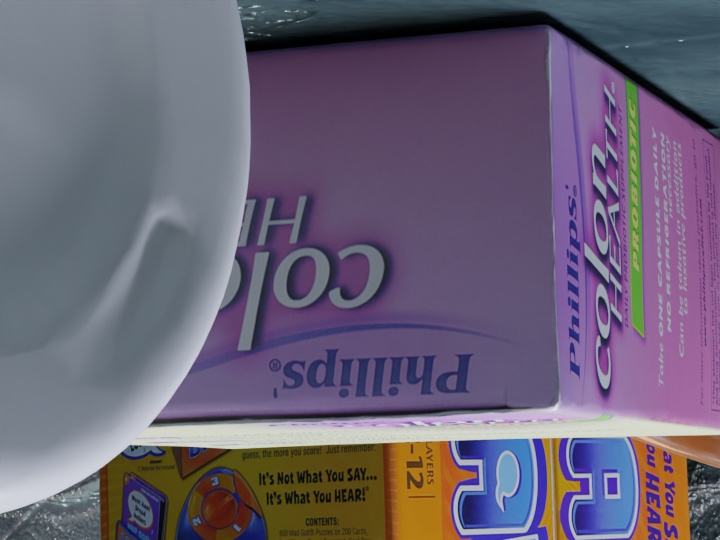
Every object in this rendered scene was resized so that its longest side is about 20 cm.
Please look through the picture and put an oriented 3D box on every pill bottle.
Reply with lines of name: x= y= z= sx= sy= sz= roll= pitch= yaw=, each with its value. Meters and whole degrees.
pill bottle: x=-0.127 y=-0.019 z=0.383 sx=0.200 sy=0.120 sz=0.120 roll=-6 pitch=172 yaw=38

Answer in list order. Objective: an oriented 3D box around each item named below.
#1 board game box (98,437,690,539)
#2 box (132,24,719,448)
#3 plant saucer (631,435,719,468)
board game box: x=0.015 y=0.098 z=1.141 sx=0.200 sy=0.200 sz=0.200 roll=4 pitch=172 yaw=-44
box: x=0.000 y=0.000 z=0.701 sx=0.176 sy=0.097 sz=0.200 roll=-3 pitch=175 yaw=21
plant saucer: x=0.126 y=0.032 z=0.879 sx=0.200 sy=0.038 sz=0.200 roll=20 pitch=167 yaw=5
